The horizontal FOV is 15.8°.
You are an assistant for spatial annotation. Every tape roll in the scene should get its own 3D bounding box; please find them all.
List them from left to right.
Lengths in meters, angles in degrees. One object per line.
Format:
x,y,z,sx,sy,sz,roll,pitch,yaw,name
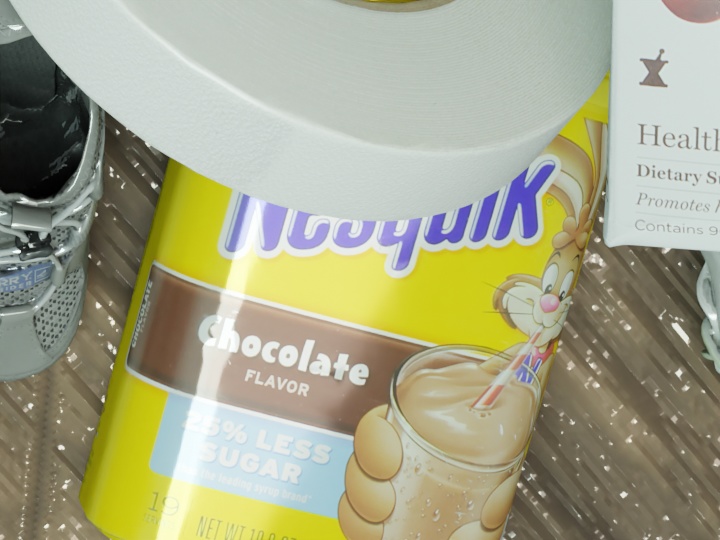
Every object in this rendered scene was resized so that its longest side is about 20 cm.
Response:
-0.015,-0.107,0.746,0.202,0.037,0.204,17,50,-21,tape roll

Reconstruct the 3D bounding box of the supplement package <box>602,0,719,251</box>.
0.170,-0.118,0.713,0.190,0.147,0.201,4,115,13,supplement package

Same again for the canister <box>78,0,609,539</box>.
0.000,0.000,0.846,0.148,0.087,0.201,14,97,-15,canister

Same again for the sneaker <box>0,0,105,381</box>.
-0.113,-0.028,0.782,0.074,0.082,0.201,-16,139,-15,sneaker

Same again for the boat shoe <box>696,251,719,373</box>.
0.150,0.024,0.879,0.067,0.074,0.200,-45,114,8,boat shoe
